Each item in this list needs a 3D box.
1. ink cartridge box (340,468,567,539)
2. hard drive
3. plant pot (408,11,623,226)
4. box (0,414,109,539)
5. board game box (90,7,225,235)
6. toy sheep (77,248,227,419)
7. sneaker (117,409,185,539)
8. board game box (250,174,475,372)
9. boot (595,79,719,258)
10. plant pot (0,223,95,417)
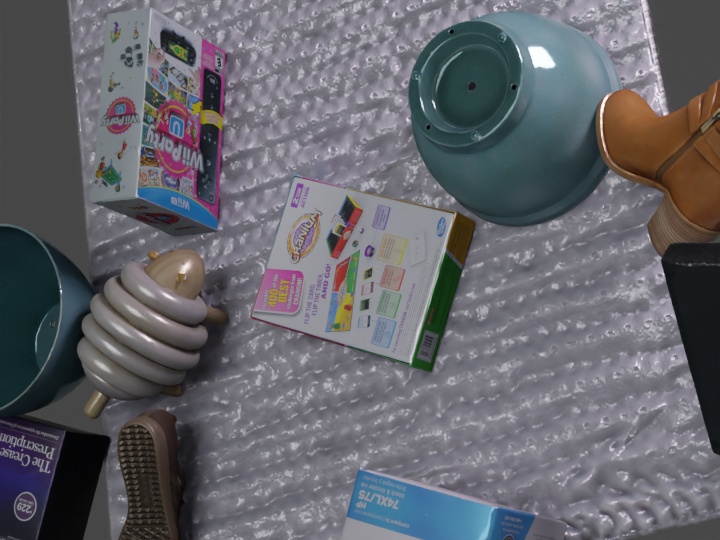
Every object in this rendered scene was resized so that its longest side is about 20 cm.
[{"bbox_3d":[0.066,0.294,1.563,0.145,0.147,0.201,11,84,33],"label":"ink cartridge box"},{"bbox_3d":[0.330,0.067,1.439,0.139,0.201,0.033,1,36,33],"label":"hard drive"},{"bbox_3d":[0.125,-0.154,1.647,0.199,0.134,0.201,-9,73,31],"label":"plant pot"},{"bbox_3d":[-0.379,0.222,1.906,0.199,0.079,0.142,10,86,34],"label":"box"},{"bbox_3d":[-0.205,-0.150,1.848,0.064,0.147,0.201,-4,76,29],"label":"board game box"},{"bbox_3d":[-0.219,0.067,1.809,0.138,0.138,0.201,32,96,34],"label":"toy sheep"},{"bbox_3d":[-0.200,0.239,1.800,0.070,0.075,0.201,6,103,23],"label":"sneaker"},{"bbox_3d":[0.000,0.000,1.743,0.199,0.040,0.154,16,87,34],"label":"board game box"},{"bbox_3d":[0.279,-0.122,1.527,0.201,0.076,0.156,-101,30,-41],"label":"boot"},{"bbox_3d":[-0.349,0.063,1.891,0.199,0.135,0.201,-8,74,30],"label":"plant pot"}]
